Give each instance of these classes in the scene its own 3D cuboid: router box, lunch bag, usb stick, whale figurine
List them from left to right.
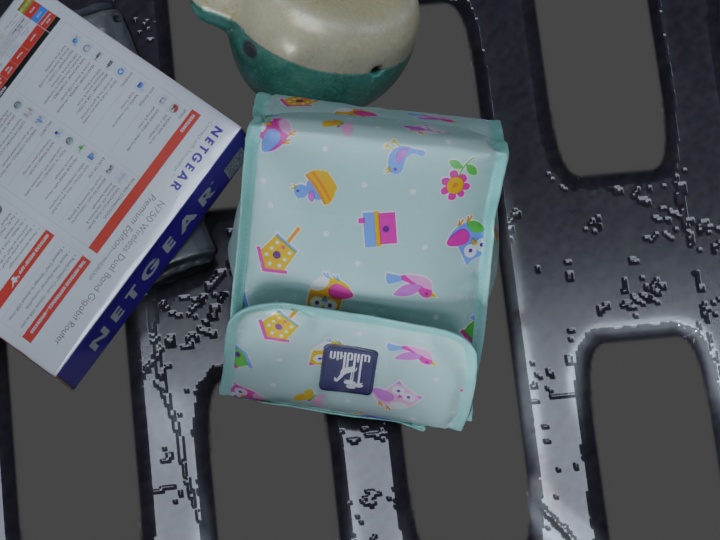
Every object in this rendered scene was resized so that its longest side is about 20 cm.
[{"bbox_3d":[-0.200,-0.055,1.654,0.179,0.049,0.200,35,84,14],"label":"router box"},{"bbox_3d":[-0.151,-0.084,1.699,0.055,0.033,0.200,-20,74,-8],"label":"usb stick"},{"bbox_3d":[-0.052,-0.178,1.708,0.159,0.104,0.200,-17,49,-38],"label":"whale figurine"},{"bbox_3d":[0.000,0.000,1.625,0.170,0.122,0.200,7,103,-2],"label":"lunch bag"}]
